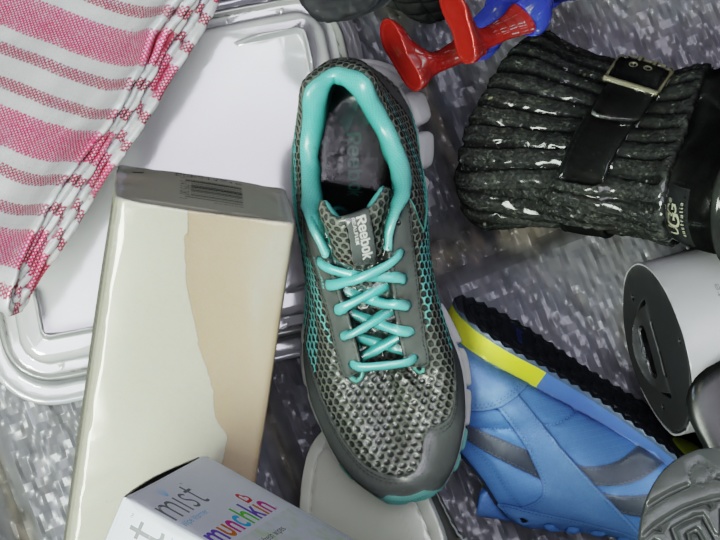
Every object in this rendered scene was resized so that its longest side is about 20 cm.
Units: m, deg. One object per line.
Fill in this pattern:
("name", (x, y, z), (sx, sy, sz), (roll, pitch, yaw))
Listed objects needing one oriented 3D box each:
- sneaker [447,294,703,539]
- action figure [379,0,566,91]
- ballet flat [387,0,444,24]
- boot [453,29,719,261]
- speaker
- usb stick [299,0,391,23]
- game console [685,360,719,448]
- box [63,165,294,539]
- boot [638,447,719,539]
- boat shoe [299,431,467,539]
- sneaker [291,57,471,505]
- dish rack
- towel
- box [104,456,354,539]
("sneaker", (0.104, 0.093, 1.278), (0.199, 0.066, 0.079), (31, 102, -3))
("action figure", (0.086, -0.158, 1.274), (0.199, 0.065, 0.100), (-23, 92, -42))
("ballet flat", (-0.046, -0.159, 1.302), (0.199, 0.057, 0.067), (18, 46, 3))
("boot", (0.153, -0.077, 1.291), (0.157, 0.211, 0.080), (11, 122, 33))
("speaker", (0.221, 0.013, 1.274), (0.199, 0.081, 0.082), (-13, 83, -13))
("usb stick", (0.038, -0.174, 1.266), (0.200, 0.055, 0.033), (-50, 122, -41))
("game console", (0.257, 0.094, 1.257), (0.199, 0.176, 0.117), (-26, 55, -10))
("box", (-0.082, 0.063, 1.216), (0.077, 0.095, 0.202), (8, 102, -6))
("boot", (0.159, 0.164, 1.199), (0.065, 0.200, 0.166), (-15, 81, 3))
("boat shoe", (0.031, 0.161, 1.257), (0.072, 0.060, 0.203), (-24, 81, 27))
("sneaker", (0.000, 0.000, 1.211), (0.077, 0.091, 0.201), (-12, 79, 7))
("dish rack", (-0.085, -0.037, 1.285), (0.199, 0.044, 0.173), (-11, 84, -5))
("towel", (-0.158, -0.085, 1.244), (0.146, 0.030, 0.201), (19, 69, 33))
("box", (-0.044, 0.205, 1.123), (0.176, 0.097, 0.201), (28, 104, 11))
